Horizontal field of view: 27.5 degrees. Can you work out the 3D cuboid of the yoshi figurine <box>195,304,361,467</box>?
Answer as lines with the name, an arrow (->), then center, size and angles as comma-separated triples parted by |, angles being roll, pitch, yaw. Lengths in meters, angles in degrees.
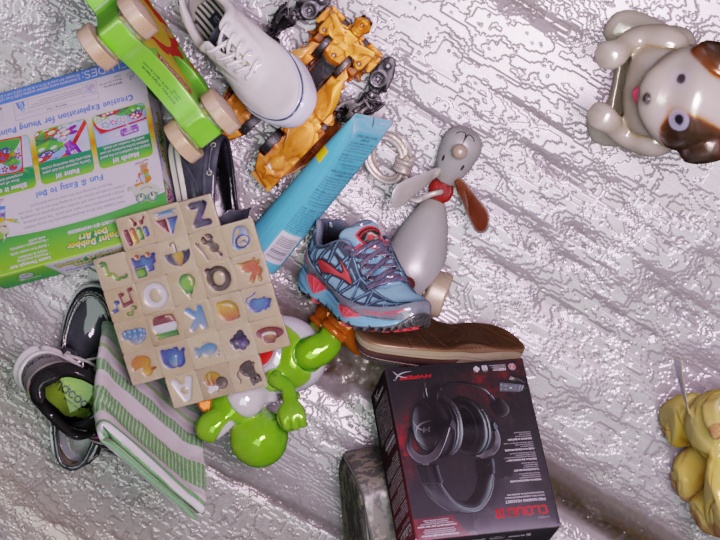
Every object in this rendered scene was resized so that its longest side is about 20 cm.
yoshi figurine -> -0.075, 0.128, 1.523 | 0.200, 0.113, 0.112 | -39, 56, -9

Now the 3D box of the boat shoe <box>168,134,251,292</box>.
boat shoe -> -0.142, -0.044, 1.486 | 0.062, 0.075, 0.201 | -12, 91, 15

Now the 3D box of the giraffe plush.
giraffe plush -> 0.409, 0.162, 1.500 | 0.161, 0.173, 0.201 | -13, 117, -6

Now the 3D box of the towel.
towel -> -0.210, 0.147, 1.487 | 0.023, 0.200, 0.153 | -39, 115, 15

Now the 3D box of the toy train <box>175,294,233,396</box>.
toy train -> -0.202, 0.048, 1.517 | 0.115, 0.085, 0.201 | -19, 72, 18

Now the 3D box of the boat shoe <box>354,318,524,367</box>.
boat shoe -> 0.076, 0.092, 1.515 | 0.199, 0.072, 0.072 | 5, 119, -35

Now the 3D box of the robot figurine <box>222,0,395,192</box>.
robot figurine -> -0.060, -0.186, 1.504 | 0.145, 0.058, 0.200 | 44, 100, -6

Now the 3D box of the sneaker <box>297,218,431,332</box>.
sneaker -> 0.000, 0.000, 1.456 | 0.079, 0.200, 0.096 | -4, 109, -35

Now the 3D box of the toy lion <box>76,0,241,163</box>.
toy lion -> -0.209, -0.223, 1.448 | 0.069, 0.192, 0.200 | -36, 117, 9

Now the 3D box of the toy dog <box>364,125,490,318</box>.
toy dog -> 0.066, -0.045, 1.504 | 0.131, 0.096, 0.201 | 1, 101, 3

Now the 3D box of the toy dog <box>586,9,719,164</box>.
toy dog -> 0.309, -0.162, 1.416 | 0.193, 0.200, 0.140 | 18, 102, 0

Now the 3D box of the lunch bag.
lunch bag -> 0.074, 0.276, 1.550 | 0.167, 0.139, 0.201 | -8, 101, -13

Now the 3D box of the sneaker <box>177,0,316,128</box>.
sneaker -> -0.120, -0.210, 1.441 | 0.073, 0.071, 0.200 | -53, 55, 13

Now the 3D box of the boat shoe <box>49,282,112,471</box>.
boat shoe -> -0.293, 0.116, 1.572 | 0.075, 0.060, 0.201 | 3, 101, 3

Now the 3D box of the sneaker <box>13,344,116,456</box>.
sneaker -> -0.265, 0.150, 1.510 | 0.200, 0.087, 0.074 | 35, 92, -21

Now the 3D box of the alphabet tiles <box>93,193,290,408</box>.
alphabet tiles -> -0.166, 0.032, 1.452 | 0.166, 0.006, 0.201 | -15, 101, 6

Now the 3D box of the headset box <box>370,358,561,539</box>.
headset box -> 0.103, 0.196, 1.447 | 0.148, 0.077, 0.201 | -3, 61, -13

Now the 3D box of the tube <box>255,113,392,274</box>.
tube -> -0.047, -0.083, 1.508 | 0.050, 0.077, 0.200 | 48, 111, 15

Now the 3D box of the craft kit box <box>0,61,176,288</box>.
craft kit box -> -0.293, -0.101, 1.498 | 0.199, 0.049, 0.198 | -14, 71, 7
